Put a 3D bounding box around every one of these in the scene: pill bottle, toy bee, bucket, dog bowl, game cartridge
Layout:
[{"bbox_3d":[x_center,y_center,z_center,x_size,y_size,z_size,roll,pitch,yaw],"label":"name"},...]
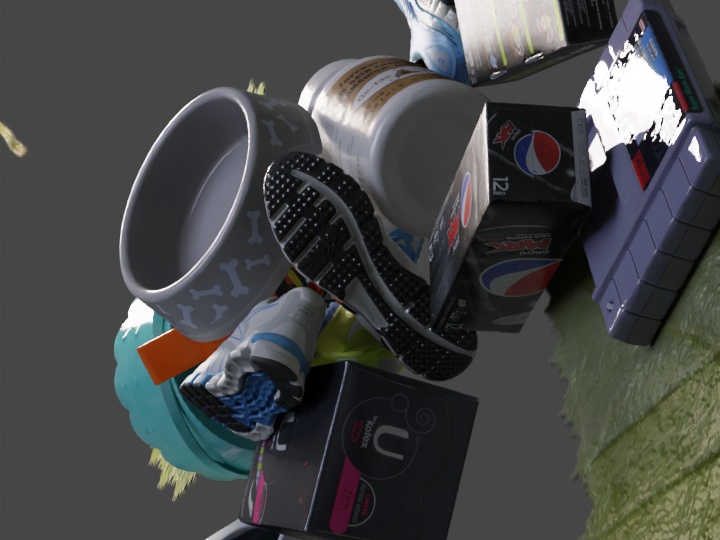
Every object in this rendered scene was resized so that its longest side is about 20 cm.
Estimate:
[{"bbox_3d":[0.025,-0.102,1.356,0.200,0.113,0.115,36,110,64],"label":"pill bottle"},{"bbox_3d":[-0.078,0.037,1.433,0.109,0.198,0.132,-28,-68,-56],"label":"toy bee"},{"bbox_3d":[-0.107,0.079,1.568,0.135,0.206,0.209,153,131,-64],"label":"bucket"},{"bbox_3d":[-0.113,-0.049,1.368,0.200,0.058,0.202,-33,44,39],"label":"dog bowl"},{"bbox_3d":[0.162,-0.067,1.037,0.201,0.038,0.130,-97,22,-55],"label":"game cartridge"}]

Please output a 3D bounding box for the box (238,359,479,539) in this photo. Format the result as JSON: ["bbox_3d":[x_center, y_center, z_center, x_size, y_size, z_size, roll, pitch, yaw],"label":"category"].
[{"bbox_3d":[-0.006,0.140,1.299,0.200,0.105,0.123,159,126,-71],"label":"box"}]

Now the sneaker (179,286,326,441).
[{"bbox_3d":[-0.069,0.064,1.309,0.087,0.075,0.200,-61,12,-25],"label":"sneaker"}]

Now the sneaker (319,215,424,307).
[{"bbox_3d":[0.002,-0.022,1.482,0.077,0.080,0.201,-112,42,-69],"label":"sneaker"}]

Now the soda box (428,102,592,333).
[{"bbox_3d":[0.089,-0.027,1.112,0.200,0.063,0.071,108,163,-66],"label":"soda box"}]

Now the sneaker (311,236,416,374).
[{"bbox_3d":[0.001,0.044,1.443,0.200,0.075,0.106,-46,31,48],"label":"sneaker"}]

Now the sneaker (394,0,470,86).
[{"bbox_3d":[0.057,-0.195,1.462,0.200,0.078,0.091,-112,37,-67],"label":"sneaker"}]

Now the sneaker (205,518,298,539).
[{"bbox_3d":[-0.132,0.264,1.517,0.200,0.075,0.088,-42,-7,0],"label":"sneaker"}]

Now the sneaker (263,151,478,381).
[{"bbox_3d":[0.000,0.000,1.283,0.074,0.200,0.080,-40,4,-4],"label":"sneaker"}]

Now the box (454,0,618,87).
[{"bbox_3d":[0.107,-0.239,1.238,0.193,0.047,0.202,168,91,-72],"label":"box"}]
